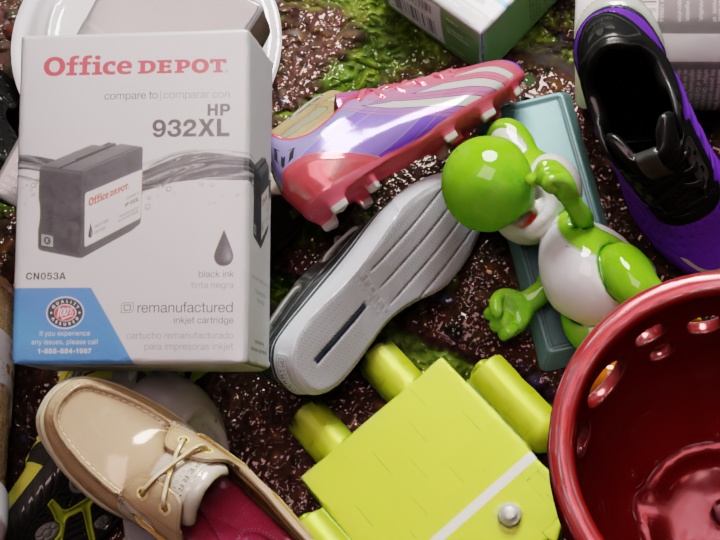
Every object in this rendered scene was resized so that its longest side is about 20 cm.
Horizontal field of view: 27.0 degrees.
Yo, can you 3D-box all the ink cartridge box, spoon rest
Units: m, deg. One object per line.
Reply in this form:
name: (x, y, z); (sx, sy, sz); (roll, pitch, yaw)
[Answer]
ink cartridge box: (-0.131, -0.040, 0.921); (0.144, 0.084, 0.202); (-1, 83, 6)
spoon rest: (-0.116, 0.163, 0.939); (0.060, 0.099, 0.201); (-14, 74, 29)
ink cartridge box: (0.115, -0.251, 1.097); (0.104, 0.059, 0.200); (39, 77, 22)

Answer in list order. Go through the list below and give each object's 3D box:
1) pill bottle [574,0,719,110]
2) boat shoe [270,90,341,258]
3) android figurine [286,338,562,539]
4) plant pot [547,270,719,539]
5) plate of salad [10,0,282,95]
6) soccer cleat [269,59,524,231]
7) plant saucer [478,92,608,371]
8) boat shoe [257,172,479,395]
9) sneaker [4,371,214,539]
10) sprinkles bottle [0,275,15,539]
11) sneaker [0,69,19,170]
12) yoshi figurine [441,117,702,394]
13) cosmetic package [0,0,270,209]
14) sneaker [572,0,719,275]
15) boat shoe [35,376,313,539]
pill bottle: (0.245, -0.163, 1.010); (0.198, 0.111, 0.111); (2, 66, 9)
boat shoe: (-0.075, -0.056, 1.043); (0.199, 0.072, 0.076); (-34, 53, -18)
android figurine: (0.047, 0.140, 0.945); (0.182, 0.041, 0.200); (-38, 64, -9)
plant pot: (0.206, 0.124, 0.848); (0.199, 0.183, 0.202); (-3, 66, 7)
plate of salad: (-0.156, -0.164, 1.106); (0.198, 0.048, 0.201); (0, 70, 0)
soccer cleat: (0.026, -0.102, 0.999); (0.199, 0.067, 0.077); (-34, 81, -24)
plant saucer: (0.133, -0.033, 1.021); (0.069, 0.019, 0.201); (-13, 66, 3)
boat shoe: (0.000, 0.000, 0.995); (0.200, 0.072, 0.071); (-42, 31, -28)
sneaker: (-0.174, 0.105, 0.987); (0.076, 0.076, 0.200); (24, 68, 40)
sprinkles bottle: (-0.257, 0.088, 0.964); (0.068, 0.068, 0.201); (-12, 45, 3)
sneaker: (-0.290, -0.077, 1.060); (0.104, 0.060, 0.200); (-48, 31, 14)
yoshi figurine: (0.116, -0.015, 0.950); (0.112, 0.112, 0.200); (-34, 63, 0)
cosmetic package: (-0.152, -0.110, 1.019); (0.106, 0.090, 0.201); (30, 85, 3)
sneaker: (0.185, -0.070, 0.942); (0.069, 0.100, 0.201); (-25, 103, 17)
boat shoe: (-0.098, 0.127, 0.876); (0.200, 0.069, 0.074); (37, 68, -10)
